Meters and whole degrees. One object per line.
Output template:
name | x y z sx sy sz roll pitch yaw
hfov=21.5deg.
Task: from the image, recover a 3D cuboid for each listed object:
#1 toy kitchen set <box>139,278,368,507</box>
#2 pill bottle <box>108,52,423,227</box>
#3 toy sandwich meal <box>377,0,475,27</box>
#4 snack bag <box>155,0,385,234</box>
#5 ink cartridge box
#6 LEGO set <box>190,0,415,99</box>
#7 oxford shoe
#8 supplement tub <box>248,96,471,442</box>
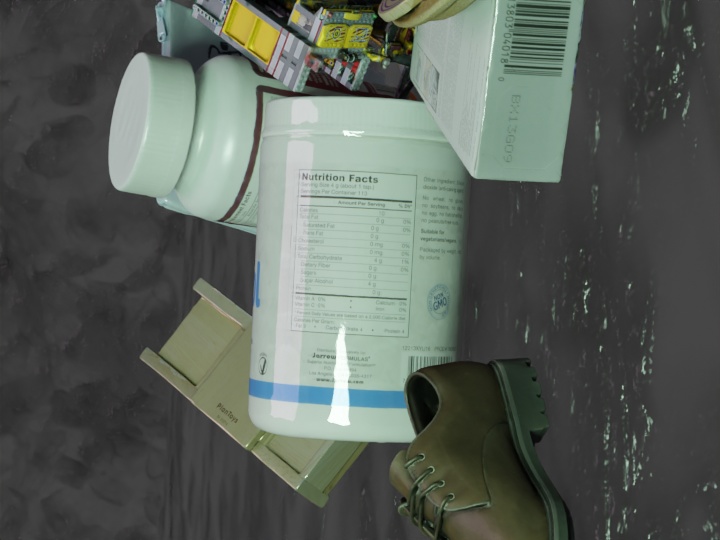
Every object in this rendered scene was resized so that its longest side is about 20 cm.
toy kitchen set | -0.019 0.082 1.457 0.200 0.180 0.163 35 86 40
pill bottle | -0.058 -0.082 1.256 0.110 0.199 0.110 -171 90 -68
toy sandwich meal | 0.052 -0.218 0.942 0.205 0.070 0.205 -53 19 28
snack bag | -0.061 -0.091 1.359 0.021 0.200 0.189 -41 42 45
ink cartridge box | 0.070 -0.129 1.029 0.200 0.050 0.109 -111 26 -68
LEGO set | 0.003 -0.178 1.140 0.116 0.200 0.154 38 110 32
oxford shoe | 0.056 0.123 0.941 0.200 0.084 0.073 -103 20 -52
supplement tub | 0.000 0.000 1.152 0.132 0.132 0.201 176 97 -80
